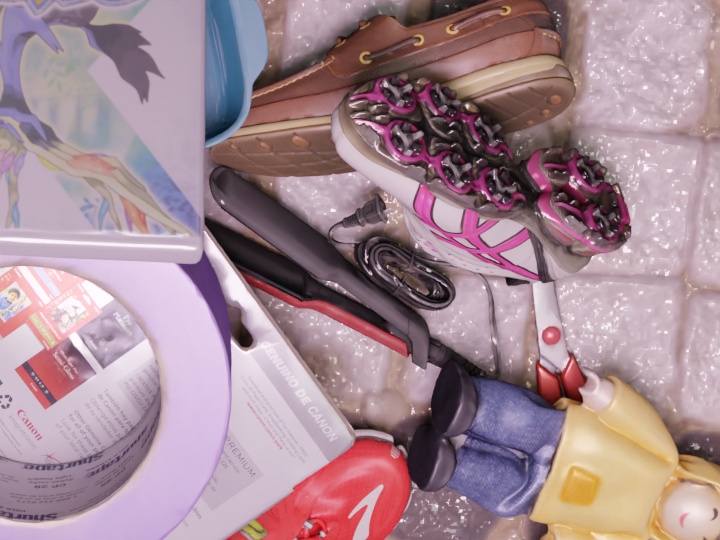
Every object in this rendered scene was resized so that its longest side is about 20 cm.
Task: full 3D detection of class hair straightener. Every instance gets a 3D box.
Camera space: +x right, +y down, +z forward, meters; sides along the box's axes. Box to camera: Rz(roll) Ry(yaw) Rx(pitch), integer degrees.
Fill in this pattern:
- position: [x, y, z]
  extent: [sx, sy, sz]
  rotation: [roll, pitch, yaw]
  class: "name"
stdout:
- position: [0.000, 0.000, 1.389]
  extent: [0.199, 0.041, 0.077]
  rotation: [31, 118, -13]
  class: "hair straightener"

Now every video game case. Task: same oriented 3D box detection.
- position: [-0.173, -0.095, 1.229]
  extent: [0.198, 0.022, 0.184]
  rotation: [3, 68, -9]
  class: "video game case"

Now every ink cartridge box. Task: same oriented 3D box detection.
- position: [-0.125, 0.053, 1.376]
  extent: [0.175, 0.084, 0.201]
  rotation: [-33, 104, 7]
  class: "ink cartridge box"

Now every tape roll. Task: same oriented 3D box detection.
- position: [-0.164, 0.050, 1.287]
  extent: [0.198, 0.085, 0.202]
  rotation: [-1, 105, -2]
  class: "tape roll"

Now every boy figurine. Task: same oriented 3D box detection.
- position: [0.125, 0.119, 1.412]
  extent: [0.199, 0.064, 0.125]
  rotation: [21, 102, -15]
  class: "boy figurine"

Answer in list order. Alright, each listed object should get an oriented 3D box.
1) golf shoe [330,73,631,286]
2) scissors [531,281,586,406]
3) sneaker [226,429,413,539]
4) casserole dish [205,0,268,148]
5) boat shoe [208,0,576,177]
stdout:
- position: [0.050, -0.035, 1.335]
  extent: [0.199, 0.073, 0.092]
  rotation: [24, 134, -39]
  class: "golf shoe"
- position: [0.103, 0.050, 1.434]
  extent: [0.073, 0.014, 0.201]
  rotation: [-23, 106, 2]
  class: "scissors"
- position: [-0.051, 0.166, 1.412]
  extent: [0.199, 0.085, 0.077]
  rotation: [-35, 105, 4]
  class: "sneaker"
- position: [-0.146, -0.102, 1.271]
  extent: [0.198, 0.039, 0.122]
  rotation: [-7, 72, -12]
  class: "casserole dish"
- position: [0.013, -0.099, 1.371]
  extent: [0.198, 0.072, 0.068]
  rotation: [-13, 71, 7]
  class: "boat shoe"
